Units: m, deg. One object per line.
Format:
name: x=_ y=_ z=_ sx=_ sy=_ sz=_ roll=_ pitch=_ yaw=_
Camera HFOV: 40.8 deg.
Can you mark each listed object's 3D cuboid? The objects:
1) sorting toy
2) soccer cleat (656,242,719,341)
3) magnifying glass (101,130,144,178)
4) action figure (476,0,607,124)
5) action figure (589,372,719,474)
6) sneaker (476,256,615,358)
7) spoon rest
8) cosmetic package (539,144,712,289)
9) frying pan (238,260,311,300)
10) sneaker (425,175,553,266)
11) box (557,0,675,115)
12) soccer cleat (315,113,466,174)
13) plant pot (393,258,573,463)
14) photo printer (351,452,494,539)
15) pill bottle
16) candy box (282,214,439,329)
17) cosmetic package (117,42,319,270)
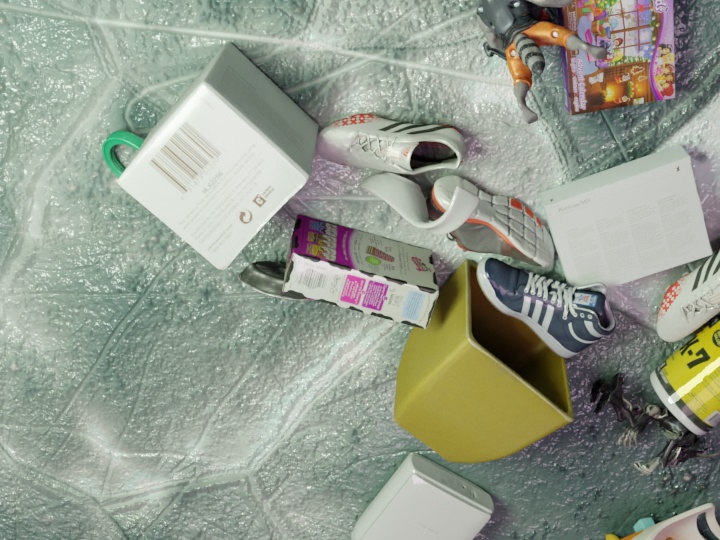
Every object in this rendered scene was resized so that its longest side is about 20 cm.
sorting toy: x=0.507 y=0.454 z=1.548 sx=0.179 sy=0.107 sz=0.201 roll=-31 pitch=112 yaw=7
soccer cleat: x=0.484 y=0.027 z=1.330 sx=0.068 sy=0.085 sz=0.201 roll=33 pitch=112 yaw=-15
magnifying glass: x=-0.267 y=-0.106 z=1.300 sx=0.079 sy=0.023 sz=0.201 roll=-15 pitch=124 yaw=40
action figure: x=0.204 y=-0.303 z=1.126 sx=0.104 sy=0.195 sz=0.200 roll=1 pitch=141 yaw=-41
action figure: x=0.426 y=0.239 z=1.431 sx=0.199 sy=0.119 sz=0.103 roll=36 pitch=96 yaw=-6
sneaker: x=0.256 y=0.034 z=1.304 sx=0.199 sy=0.071 sz=0.108 roll=38 pitch=140 yaw=-18
spoon rest: x=0.068 y=-0.084 z=1.234 sx=0.099 sy=0.199 sz=0.061 roll=24 pitch=86 yaw=-32
cosmetic package: x=0.360 y=-0.064 z=1.313 sx=0.197 sy=0.052 sz=0.152 roll=-18 pitch=118 yaw=10
frying pan: x=-0.074 y=0.022 z=1.324 sx=0.187 sy=0.115 sz=0.031 roll=12 pitch=104 yaw=-7
sneaker: x=0.171 y=-0.057 z=1.320 sx=0.198 sy=0.078 sz=0.082 roll=30 pitch=138 yaw=-11
box: x=0.316 y=-0.304 z=1.201 sx=0.135 sy=0.039 sz=0.202 roll=-9 pitch=116 yaw=4
soccer cleat: x=0.039 y=-0.158 z=1.248 sx=0.197 sy=0.085 sz=0.070 roll=3 pitch=117 yaw=-2
plant pot: x=0.150 y=0.149 z=1.349 sx=0.195 sy=0.195 sz=0.200 roll=38 pitch=118 yaw=-17
photo printer: x=0.091 y=0.403 z=1.534 sx=0.165 sy=0.070 sz=0.201 roll=30 pitch=113 yaw=-14
pill bottle: x=0.521 y=0.129 z=1.373 sx=0.114 sy=0.115 sz=0.200 roll=39 pitch=110 yaw=-17
candy box: x=0.000 y=0.000 z=1.298 sx=0.197 sy=0.137 sz=0.062 roll=14 pitch=114 yaw=-6
cosmetic package: x=-0.166 y=-0.145 z=1.191 sx=0.166 sy=0.201 sz=0.167 roll=40 pitch=111 yaw=-17
